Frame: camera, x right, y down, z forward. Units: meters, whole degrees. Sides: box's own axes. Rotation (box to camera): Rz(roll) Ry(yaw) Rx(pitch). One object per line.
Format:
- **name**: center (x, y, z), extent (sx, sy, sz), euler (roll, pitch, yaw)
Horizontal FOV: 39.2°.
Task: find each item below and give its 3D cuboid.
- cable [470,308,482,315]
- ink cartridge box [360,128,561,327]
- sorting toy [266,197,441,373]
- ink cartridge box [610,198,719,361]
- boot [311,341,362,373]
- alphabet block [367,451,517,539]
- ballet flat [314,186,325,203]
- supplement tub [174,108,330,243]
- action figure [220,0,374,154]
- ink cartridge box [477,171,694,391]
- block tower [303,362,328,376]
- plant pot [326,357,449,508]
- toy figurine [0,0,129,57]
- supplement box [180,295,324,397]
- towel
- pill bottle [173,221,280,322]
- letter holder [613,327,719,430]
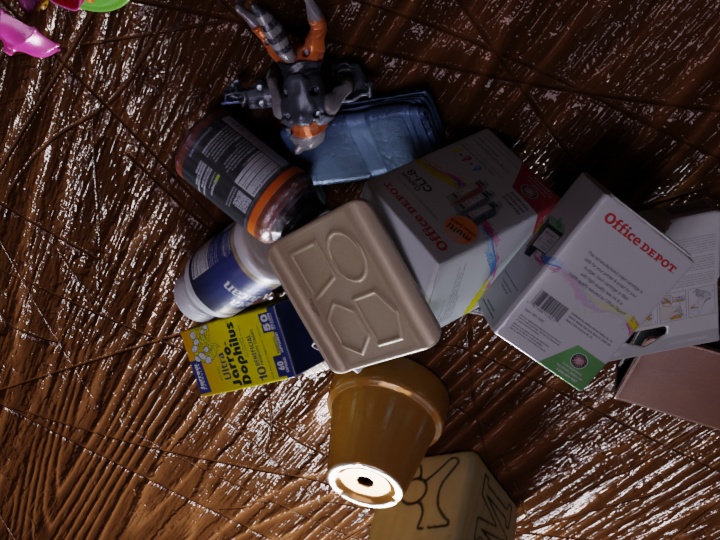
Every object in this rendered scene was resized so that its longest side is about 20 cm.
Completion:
- **cable**: center (0.177, 0.059, 1.433), extent (0.199, 0.051, 0.097), euler (32, 138, -12)
- **ink cartridge box**: center (0.108, -0.045, 1.203), extent (0.146, 0.199, 0.146), euler (48, 148, 26)
- **sorting toy**: center (-0.009, 0.021, 1.184), extent (0.199, 0.036, 0.187), euler (-24, 98, 50)
- **ink cartridge box**: center (0.340, 0.017, 1.239), extent (0.197, 0.045, 0.178), euler (-10, 116, -3)
- **boot**: center (-0.045, 0.064, 1.421), extent (0.199, 0.096, 0.074), euler (33, 173, 44)
- **alphabet block**: center (0.144, 0.460, 1.764), extent (0.193, 0.201, 0.197), euler (-11, 131, 31)
- **ballet flat**: center (-0.147, -0.107, 1.364), extent (0.197, 0.075, 0.075), euler (12, 139, 8)
- **supplement tub**: center (-0.133, -0.108, 1.283), extent (0.199, 0.107, 0.107), euler (39, 140, 11)
- **action figure**: center (-0.096, -0.227, 1.180), extent (0.197, 0.105, 0.196), euler (-9, 116, 21)
- **ink cartridge box**: center (0.255, 0.013, 1.156), extent (0.144, 0.084, 0.201), euler (33, 106, -20)
- **block tower**: center (-0.021, 0.105, 1.555), extent (0.198, 0.054, 0.058), euler (-19, 127, 35)
- **plant pot**: center (0.029, 0.265, 1.609), extent (0.197, 0.185, 0.202), euler (10, 138, 9)
- **toy figurine**: center (-0.344, -0.325, 1.116), extent (0.148, 0.185, 0.201), euler (21, 138, -3)
- **supplement box**: center (-0.157, 0.111, 1.535), extent (0.198, 0.109, 0.110), euler (-16, 94, 36)
- **towel**: center (0.007, -0.163, 1.261), extent (0.197, 0.049, 0.112), euler (-5, 133, 24)
- **pill bottle**: center (-0.185, 0.001, 1.461), extent (0.111, 0.112, 0.199), euler (38, 135, -21)
- **letter holder**: center (0.461, 0.122, 1.359), extent (0.197, 0.101, 0.143), euler (16, 137, 3)
